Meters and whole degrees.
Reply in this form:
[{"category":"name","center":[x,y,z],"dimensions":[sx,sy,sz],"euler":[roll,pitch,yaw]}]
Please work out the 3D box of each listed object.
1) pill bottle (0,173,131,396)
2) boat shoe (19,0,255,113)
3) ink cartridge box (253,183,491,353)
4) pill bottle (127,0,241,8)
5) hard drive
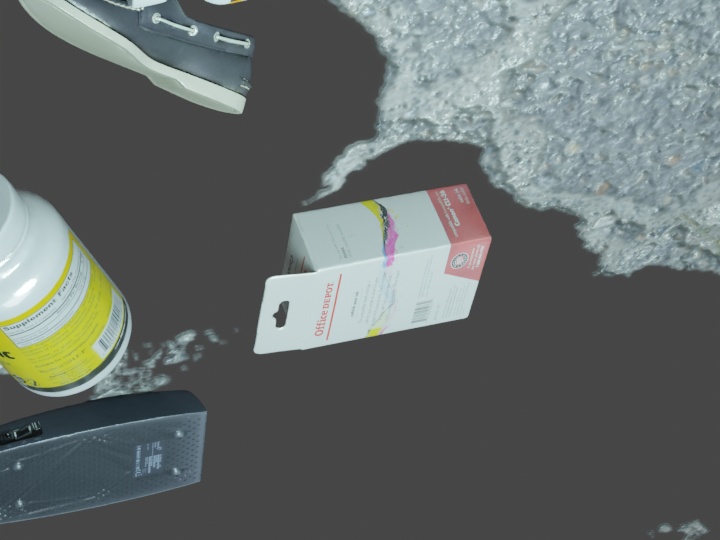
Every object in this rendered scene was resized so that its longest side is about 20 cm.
[{"category":"pill bottle","center":[-0.260,0.007,1.479],"dimensions":[0.111,0.111,0.200],"euler":[-24,146,3]},{"category":"boat shoe","center":[-0.152,-0.173,1.355],"dimensions":[0.200,0.073,0.063],"euler":[26,82,-41]},{"category":"ink cartridge box","center":[0.000,0.000,1.651],"dimensions":[0.199,0.068,0.117],"euler":[-10,144,-19]},{"category":"pill bottle","center":[-0.062,-0.236,1.245],"dimensions":[0.199,0.117,0.117],"euler":[-15,146,-10]},{"category":"hard drive","center":[-0.243,0.168,1.774],"dimensions":[0.199,0.042,0.135],"euler":[-11,144,-16]}]
